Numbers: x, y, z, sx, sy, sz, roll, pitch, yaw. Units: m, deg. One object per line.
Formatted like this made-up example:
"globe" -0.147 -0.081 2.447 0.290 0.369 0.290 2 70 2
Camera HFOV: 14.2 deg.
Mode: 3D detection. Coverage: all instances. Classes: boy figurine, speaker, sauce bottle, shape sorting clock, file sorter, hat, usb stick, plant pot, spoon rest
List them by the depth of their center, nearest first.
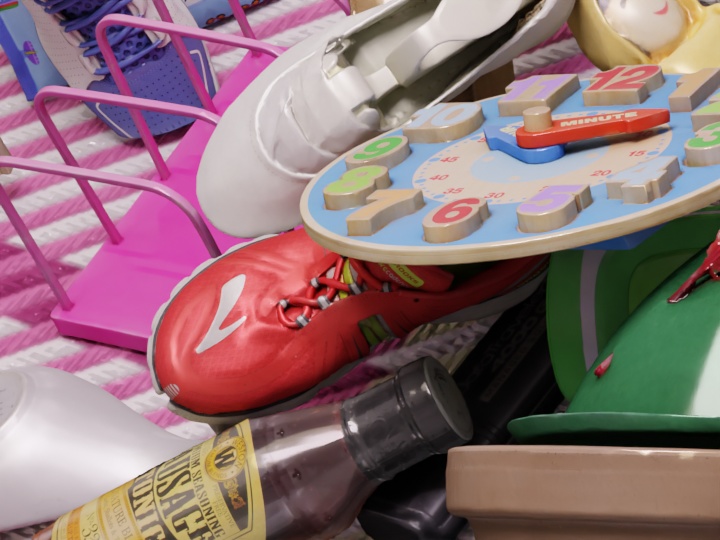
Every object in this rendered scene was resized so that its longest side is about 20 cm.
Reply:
"plant pot" 0.130 0.115 1.094 0.201 0.201 0.093 0 83 27
"hat" 0.157 -0.017 1.119 0.200 0.166 0.176 -1 83 31
"shape sorting clock" 0.073 -0.046 1.167 0.200 0.039 0.200 -10 15 3
"speaker" 0.182 0.015 1.206 0.200 0.088 0.088 -3 45 18
"sauce bottle" -0.047 0.097 1.235 0.200 0.066 0.066 -30 39 15
"usb stick" 0.070 0.046 1.281 0.055 0.033 0.200 10 52 46
"boy figurine" 0.180 -0.082 1.293 0.200 0.064 0.124 37 67 23
"spoon rest" -0.126 0.079 1.339 0.200 0.061 0.099 -10 40 37
"file sorter" -0.065 -0.071 1.401 0.139 0.125 0.200 11 53 35

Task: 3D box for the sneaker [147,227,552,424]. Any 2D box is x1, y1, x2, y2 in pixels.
"sneaker" 0.000 0.000 1.240 0.200 0.085 0.077 -25 82 -15

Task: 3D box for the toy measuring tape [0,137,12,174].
"toy measuring tape" -0.272 -0.013 1.492 0.200 0.074 0.074 -40 42 -16

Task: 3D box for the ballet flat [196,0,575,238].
"ballet flat" 0.011 -0.088 1.273 0.200 0.069 0.069 -35 41 -8

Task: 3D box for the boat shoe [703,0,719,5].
"boat shoe" 0.177 -0.154 1.410 0.074 0.065 0.200 -39 21 -4

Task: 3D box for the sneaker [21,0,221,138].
"sneaker" -0.146 -0.149 1.459 0.081 0.199 0.115 -25 18 7

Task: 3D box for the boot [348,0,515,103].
"boot" 0.064 -0.090 1.357 0.175 0.066 0.200 -1 78 -19

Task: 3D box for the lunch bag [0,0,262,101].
"lunch bag" -0.153 -0.213 1.536 0.151 0.200 0.094 -23 39 3
